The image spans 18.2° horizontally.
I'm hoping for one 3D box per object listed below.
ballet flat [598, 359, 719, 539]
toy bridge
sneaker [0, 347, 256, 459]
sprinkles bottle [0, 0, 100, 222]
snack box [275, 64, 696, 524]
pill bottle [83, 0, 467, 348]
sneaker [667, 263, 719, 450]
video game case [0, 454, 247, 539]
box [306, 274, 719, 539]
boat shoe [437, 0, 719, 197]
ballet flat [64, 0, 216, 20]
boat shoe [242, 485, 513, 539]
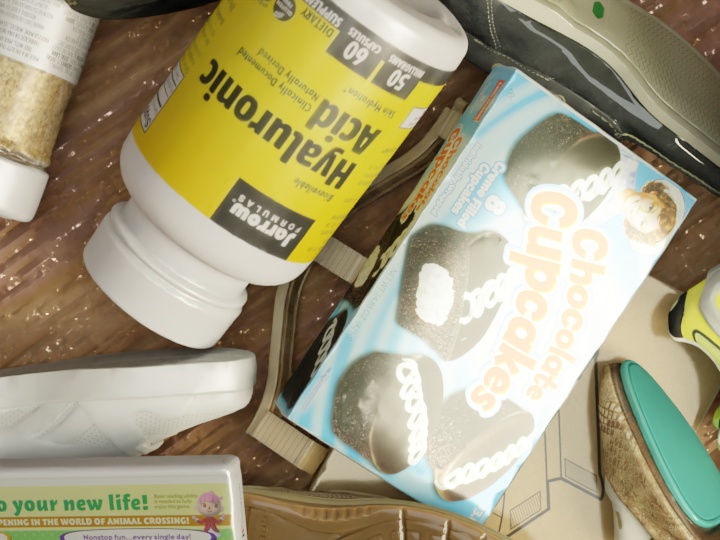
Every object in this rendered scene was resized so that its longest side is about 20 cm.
[{"bbox_3d":[0.161,0.138,1.090,0.065,0.070,0.200,-43,68,26],"label":"ballet flat"},{"bbox_3d":[0.000,0.000,1.132,0.067,0.027,0.201,31,90,23],"label":"toy bridge"},{"bbox_3d":[-0.141,0.103,1.126,0.199,0.074,0.116,-9,92,10],"label":"sneaker"},{"bbox_3d":[-0.163,-0.128,1.125,0.068,0.068,0.201,20,90,1],"label":"sprinkles bottle"},{"bbox_3d":[0.061,0.015,1.098,0.116,0.037,0.200,33,90,-16],"label":"snack box"},{"bbox_3d":[-0.047,-0.064,1.092,0.111,0.111,0.200,37,106,1],"label":"pill bottle"},{"bbox_3d":[0.220,0.080,1.116,0.076,0.075,0.201,-23,101,20],"label":"sneaker"},{"bbox_3d":[-0.148,0.180,1.086,0.199,0.022,0.183,-2,102,12],"label":"video game case"},{"bbox_3d":[0.079,0.079,1.142,0.163,0.021,0.201,28,91,1],"label":"box"},{"bbox_3d":[0.118,-0.098,1.132,0.200,0.072,0.068,34,128,-6],"label":"boat shoe"},{"bbox_3d":[-0.061,-0.175,1.115,0.199,0.066,0.057,-24,76,-20],"label":"ballet flat"},{"bbox_3d":[0.001,0.138,1.098,0.199,0.065,0.072,14,96,6],"label":"boat shoe"}]
